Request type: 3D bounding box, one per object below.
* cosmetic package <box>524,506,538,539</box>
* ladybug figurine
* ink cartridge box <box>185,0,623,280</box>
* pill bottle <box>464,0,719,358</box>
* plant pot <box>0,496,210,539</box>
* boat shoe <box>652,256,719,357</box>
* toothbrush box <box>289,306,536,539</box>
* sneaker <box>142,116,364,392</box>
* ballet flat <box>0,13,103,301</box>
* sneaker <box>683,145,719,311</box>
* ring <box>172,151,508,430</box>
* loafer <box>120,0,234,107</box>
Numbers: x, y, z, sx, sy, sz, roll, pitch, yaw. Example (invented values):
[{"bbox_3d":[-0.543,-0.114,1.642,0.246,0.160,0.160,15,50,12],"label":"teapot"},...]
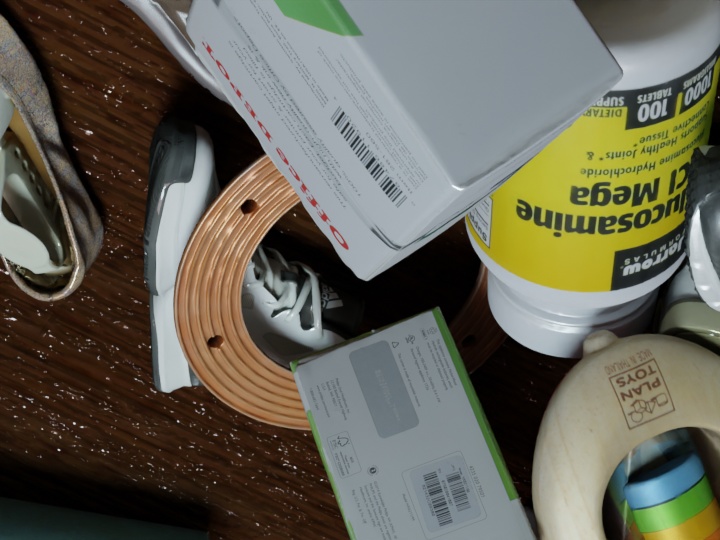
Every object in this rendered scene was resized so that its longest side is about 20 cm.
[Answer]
[{"bbox_3d":[0.175,0.196,1.179,0.150,0.052,0.200,21,179,-11],"label":"cosmetic package"},{"bbox_3d":[0.148,0.119,1.022,0.135,0.072,0.201,-21,101,-9],"label":"ladybug figurine"},{"bbox_3d":[0.008,-0.090,0.851,0.146,0.084,0.200,55,167,2],"label":"ink cartridge box"},{"bbox_3d":[0.105,-0.057,0.984,0.112,0.113,0.200,6,135,6],"label":"pill bottle"},{"bbox_3d":[-0.194,0.226,1.286,0.195,0.201,0.201,5,136,-5],"label":"plant pot"},{"bbox_3d":[0.186,0.042,1.091,0.075,0.069,0.200,16,158,8],"label":"boat shoe"},{"bbox_3d":[0.039,0.138,1.094,0.086,0.146,0.200,-20,146,-3],"label":"toothbrush box"},{"bbox_3d":[-0.054,-0.007,1.109,0.115,0.076,0.201,1,143,-1],"label":"sneaker"},{"bbox_3d":[-0.185,-0.062,1.072,0.068,0.067,0.200,-11,131,21],"label":"ballet flat"},{"bbox_3d":[0.210,-0.002,0.959,0.080,0.074,0.200,-5,153,34],"label":"sneaker"},{"bbox_3d":[0.000,0.000,1.075,0.200,0.019,0.201,-11,128,-14],"label":"ring"},{"bbox_3d":[-0.067,-0.140,0.965,0.200,0.073,0.071,35,132,-22],"label":"loafer"}]
